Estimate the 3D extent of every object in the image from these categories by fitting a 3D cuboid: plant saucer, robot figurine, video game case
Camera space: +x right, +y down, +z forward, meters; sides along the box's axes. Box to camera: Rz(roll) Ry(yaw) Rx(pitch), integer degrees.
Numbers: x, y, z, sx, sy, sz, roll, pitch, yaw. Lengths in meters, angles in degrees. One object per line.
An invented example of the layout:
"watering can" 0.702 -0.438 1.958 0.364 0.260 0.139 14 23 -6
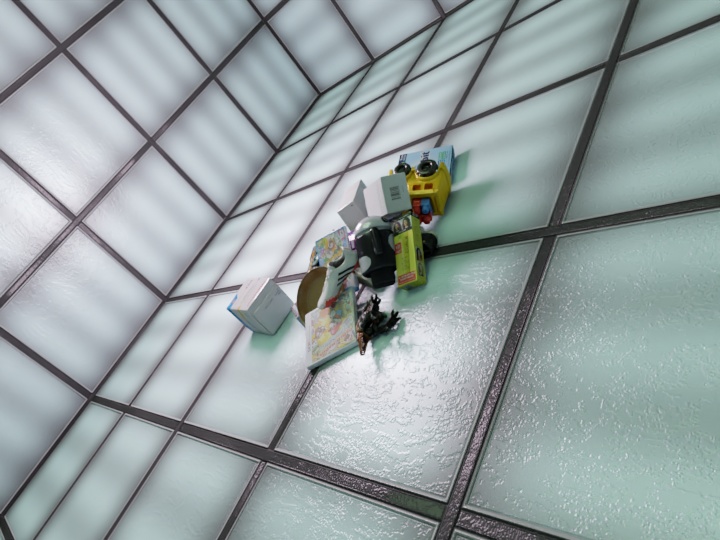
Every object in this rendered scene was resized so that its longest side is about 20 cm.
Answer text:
"plant saucer" -0.117 0.092 1.698 0.194 0.035 0.209 -4 83 33
"robot figurine" 0.051 -0.056 1.566 0.149 0.121 0.208 -30 68 50
"video game case" -0.076 -0.018 1.710 0.141 0.017 0.208 -22 76 40
"video game case" -0.088 0.172 1.594 0.197 0.023 0.187 -30 46 28

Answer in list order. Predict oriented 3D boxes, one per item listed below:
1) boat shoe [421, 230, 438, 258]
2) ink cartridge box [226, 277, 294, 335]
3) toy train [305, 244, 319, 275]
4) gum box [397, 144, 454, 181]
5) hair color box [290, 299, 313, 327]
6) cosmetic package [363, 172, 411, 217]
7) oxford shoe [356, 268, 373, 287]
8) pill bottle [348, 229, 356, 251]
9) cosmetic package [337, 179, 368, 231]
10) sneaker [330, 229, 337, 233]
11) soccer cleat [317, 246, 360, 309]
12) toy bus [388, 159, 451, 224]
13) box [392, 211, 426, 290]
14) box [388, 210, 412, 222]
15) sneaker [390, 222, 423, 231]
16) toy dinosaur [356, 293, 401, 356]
"boat shoe" 0.137 -0.063 1.597 0.197 0.075 0.064 -13 30 41
"ink cartridge box" -0.369 0.130 1.987 0.197 0.145 0.149 -1 49 55
"toy train" -0.147 -0.016 1.926 0.113 0.083 0.206 -35 38 56
"gum box" 0.220 -0.347 1.842 0.193 0.045 0.173 -6 43 20
"hair color box" -0.140 0.089 1.806 0.200 0.061 0.099 -46 26 -3
"cosmetic package" 0.077 -0.216 1.625 0.082 0.112 0.200 -12 2 -13
"oxford shoe" 0.000 0.000 1.712 0.059 0.075 0.198 -54 34 -9
"pill bottle" -0.029 -0.071 1.813 0.196 0.112 0.113 -16 37 44
"cosmetic package" -0.012 -0.239 1.995 0.083 0.109 0.202 -29 21 25
"sneaker" -0.064 -0.099 1.971 0.078 0.074 0.199 -64 22 -7
"soccer cleat" -0.079 0.022 1.600 0.202 0.084 0.069 -53 29 9
"toy bus" 0.174 -0.226 1.681 0.193 0.137 0.197 -1 53 23
"box" 0.136 -0.054 1.515 0.074 0.049 0.208 -20 65 39
"box" 0.133 -0.246 1.896 0.196 0.050 0.202 -19 34 39
"sneaker" 0.118 -0.121 1.700 0.195 0.080 0.099 19 47 36
"toy dinosaur" 0.033 0.148 1.464 0.135 0.100 0.206 -42 40 40
